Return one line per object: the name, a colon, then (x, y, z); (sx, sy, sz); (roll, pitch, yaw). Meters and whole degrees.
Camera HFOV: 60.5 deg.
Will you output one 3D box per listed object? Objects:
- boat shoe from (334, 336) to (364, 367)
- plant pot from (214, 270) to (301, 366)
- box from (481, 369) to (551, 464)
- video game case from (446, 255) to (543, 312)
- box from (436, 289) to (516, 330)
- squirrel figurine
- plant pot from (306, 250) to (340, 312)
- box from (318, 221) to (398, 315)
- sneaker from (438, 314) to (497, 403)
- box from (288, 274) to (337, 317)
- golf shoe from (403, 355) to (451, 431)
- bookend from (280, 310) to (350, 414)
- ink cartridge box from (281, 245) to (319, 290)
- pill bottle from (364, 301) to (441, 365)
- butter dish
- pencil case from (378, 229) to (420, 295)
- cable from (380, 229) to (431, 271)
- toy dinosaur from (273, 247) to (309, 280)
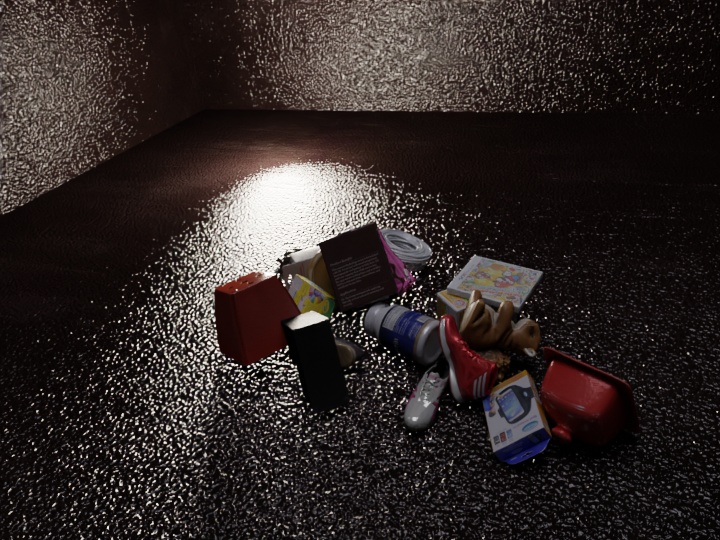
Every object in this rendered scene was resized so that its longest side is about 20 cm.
boat shoe: (-0.072, 0.206, 1.583); (0.064, 0.073, 0.198); (4, 0, -44)
plant pot: (-0.278, 0.110, 1.623); (0.198, 0.179, 0.199); (-25, 18, -28)
box: (0.324, 0.309, 1.295); (0.118, 0.042, 0.201); (-33, 22, 18)
video game case: (0.352, 0.031, 1.615); (0.197, 0.023, 0.182); (16, 37, 29)
box: (0.308, 0.100, 1.638); (0.197, 0.114, 0.101); (-16, 32, -21)
squirrel figurine: (0.328, 0.170, 1.481); (0.184, 0.203, 0.142); (23, 3, 1)
plant pot: (-0.062, 0.018, 1.792); (0.196, 0.204, 0.027); (-5, -9, 3)
box: (0.000, 0.000, 1.690); (0.163, 0.203, 0.164); (-19, -8, 3)
sneaker: (0.251, 0.190, 1.400); (0.114, 0.204, 0.078); (-18, -9, 31)
box: (-0.138, 0.102, 1.721); (0.048, 0.119, 0.199); (20, 8, -41)
golf shoe: (0.150, 0.274, 1.392); (0.071, 0.093, 0.200); (11, 35, 26)
bookend: (-0.113, 0.214, 1.489); (0.091, 0.204, 0.198); (-15, 5, -15)
ink cartridge box: (-0.149, -0.003, 1.905); (0.197, 0.117, 0.068); (-16, 30, -17)
pill bottle: (0.111, 0.155, 1.581); (0.198, 0.118, 0.115); (20, 39, 39)
butter dish: (0.443, 0.285, 1.259); (0.198, 0.201, 0.148); (25, 65, 44)
pencil case: (0.081, -0.024, 1.812); (0.090, 0.201, 0.094); (-38, -3, -18)
cable: (0.124, -0.063, 1.951); (0.197, 0.070, 0.200); (22, 24, 9)
toy dinosaur: (-0.216, -0.046, 2.035); (0.100, 0.078, 0.201); (9, 35, 12)
